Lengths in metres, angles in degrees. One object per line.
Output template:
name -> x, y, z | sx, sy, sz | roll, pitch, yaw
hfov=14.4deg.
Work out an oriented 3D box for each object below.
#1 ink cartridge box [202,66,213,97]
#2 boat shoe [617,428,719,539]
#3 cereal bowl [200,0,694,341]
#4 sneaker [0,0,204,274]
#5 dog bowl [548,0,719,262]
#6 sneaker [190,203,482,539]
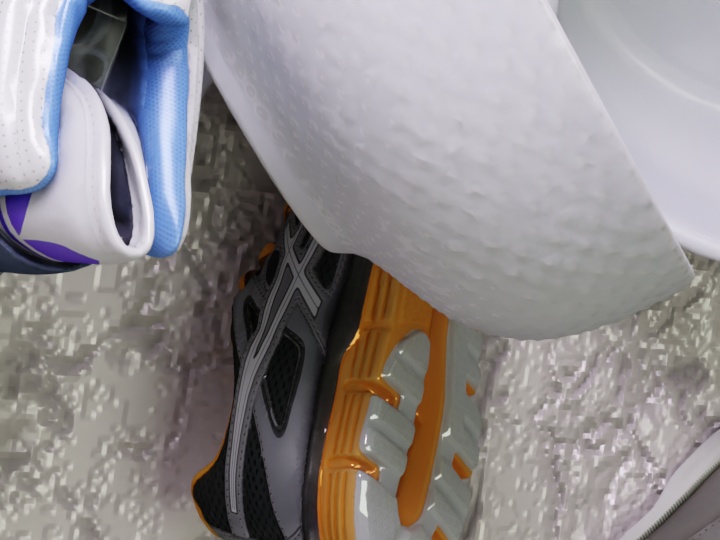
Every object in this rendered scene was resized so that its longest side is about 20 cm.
ink cartridge box -> -0.087, -0.138, 0.791 | 0.095, 0.037, 0.200 | -53, 130, -19
boat shoe -> 0.111, 0.130, 1.000 | 0.202, 0.060, 0.072 | -46, 125, -25
cereal bowl -> 0.005, -0.065, 0.750 | 0.083, 0.200, 0.200 | -29, 123, 6
sneaker -> -0.111, -0.010, 0.706 | 0.081, 0.146, 0.200 | 26, 93, -38
dog bowl -> 0.153, -0.095, 0.896 | 0.200, 0.200, 0.079 | 53, 27, -35
sneaker -> 0.000, 0.000, 0.873 | 0.078, 0.077, 0.200 | 44, 52, -42
